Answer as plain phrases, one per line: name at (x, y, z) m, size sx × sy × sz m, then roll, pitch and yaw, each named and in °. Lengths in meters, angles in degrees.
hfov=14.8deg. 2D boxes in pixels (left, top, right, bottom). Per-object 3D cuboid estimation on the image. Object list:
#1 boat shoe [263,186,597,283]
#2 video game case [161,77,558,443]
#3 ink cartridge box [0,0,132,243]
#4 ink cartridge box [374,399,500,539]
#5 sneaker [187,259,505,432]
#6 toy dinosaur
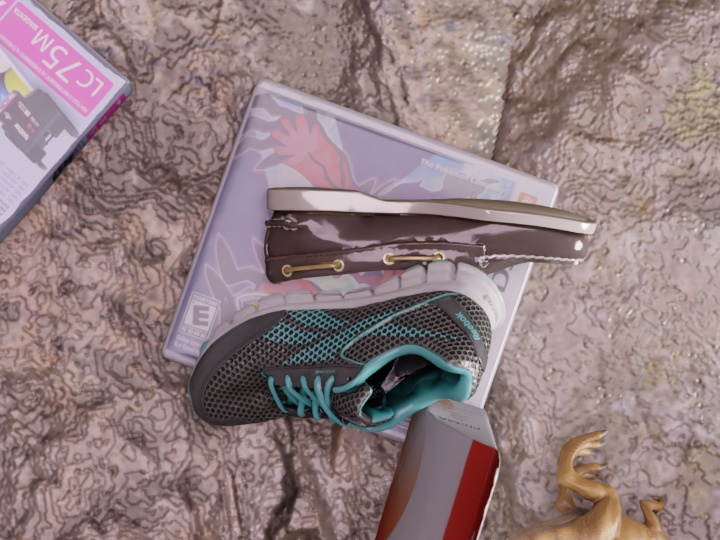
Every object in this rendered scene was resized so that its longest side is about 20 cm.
boat shoe at (0.041, -0.015, 1.661) m, size 0.199 × 0.072 × 0.060 m, roll 4°, pitch 93°, yaw 1°
video game case at (0.000, 0.000, 1.703) m, size 0.199 × 0.023 × 0.183 m, roll 19°, pitch 86°, yaw -1°
ink cartridge box at (-0.248, -0.077, 1.692) m, size 0.119 × 0.042 × 0.200 m, roll 41°, pitch 88°, yaw 1°
ink cartridge box at (0.033, 0.166, 1.595) m, size 0.050 × 0.200 × 0.163 m, roll 17°, pitch 96°, yaw 0°
sneaker at (-0.012, 0.058, 1.621) m, size 0.199 × 0.091 × 0.078 m, roll -18°, pitch 125°, yaw 17°
toy dinosaur at (0.135, 0.155, 1.649) m, size 0.199 × 0.060 × 0.107 m, roll 7°, pitch 52°, yaw -29°
